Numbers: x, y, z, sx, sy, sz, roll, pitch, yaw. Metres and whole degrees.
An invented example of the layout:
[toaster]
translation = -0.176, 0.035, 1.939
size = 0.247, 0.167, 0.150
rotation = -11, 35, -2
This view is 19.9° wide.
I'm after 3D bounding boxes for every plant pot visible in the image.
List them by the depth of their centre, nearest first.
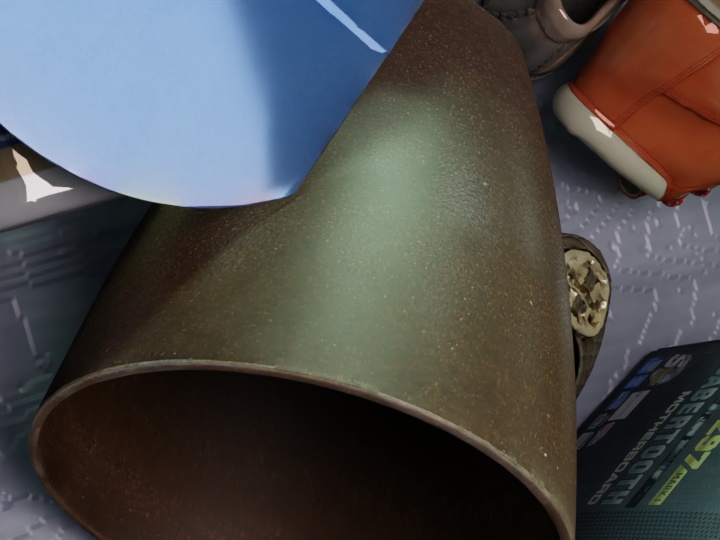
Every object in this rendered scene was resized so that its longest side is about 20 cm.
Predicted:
[plant pot]
translation = 0.000, 0.000, 0.740
size = 0.187, 0.187, 0.200
rotation = 31, 54, -24

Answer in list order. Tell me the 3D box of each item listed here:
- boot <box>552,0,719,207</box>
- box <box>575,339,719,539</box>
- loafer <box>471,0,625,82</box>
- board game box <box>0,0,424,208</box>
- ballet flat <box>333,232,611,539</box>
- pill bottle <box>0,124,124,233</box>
[boot]
translation = 0.164, -0.067, 0.900
size = 0.107, 0.075, 0.200
rotation = -48, 138, 16
[box]
translation = 0.118, 0.102, 0.795
size = 0.200, 0.158, 0.051
rotation = -44, 106, -27
[loafer]
translation = 0.119, -0.158, 0.882
size = 0.072, 0.063, 0.200
rotation = 45, 64, -18
[board game box]
translation = -0.056, -0.117, 0.664
size = 0.158, 0.039, 0.200
rotation = 39, 73, -19
[ballet flat]
translation = 0.050, 0.064, 0.823
size = 0.067, 0.046, 0.200
rotation = 48, 63, -18
[pill bottle]
translation = -0.142, -0.110, 0.691
size = 0.111, 0.111, 0.200
rotation = -19, 94, -31
